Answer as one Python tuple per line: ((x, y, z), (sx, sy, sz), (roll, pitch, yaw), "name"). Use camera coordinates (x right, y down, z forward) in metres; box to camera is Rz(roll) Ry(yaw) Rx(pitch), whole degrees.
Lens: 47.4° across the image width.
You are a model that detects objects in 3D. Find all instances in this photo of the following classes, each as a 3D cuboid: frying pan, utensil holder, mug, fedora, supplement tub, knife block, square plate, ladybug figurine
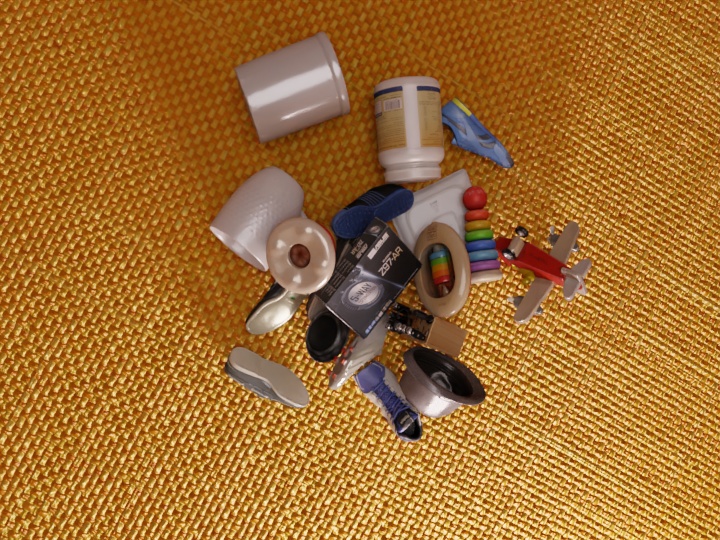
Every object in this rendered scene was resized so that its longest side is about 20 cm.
((-0.063, 0.099, 1.726), (0.113, 0.031, 0.195), (12, 95, -40), "frying pan")
((-0.139, -0.367, 1.668), (0.196, 0.170, 0.174), (-22, 93, -5), "utensil holder")
((-0.183, -0.099, 1.683), (0.200, 0.147, 0.177), (42, 76, -28), "mug")
((0.159, 0.247, 1.728), (0.197, 0.178, 0.091), (20, 114, -32), "fedora")
((0.103, -0.290, 1.715), (0.140, 0.144, 0.206), (-4, 91, -8), "supplement tub")
((0.144, 0.126, 1.707), (0.196, 0.175, 0.065), (23, 88, -8), "knife block")
((0.182, -0.091, 1.786), (0.196, 0.028, 0.202), (-24, 94, -8), "square plate")
((0.176, -0.003, 1.717), (0.071, 0.133, 0.206), (9, 72, -52), "ladybug figurine")

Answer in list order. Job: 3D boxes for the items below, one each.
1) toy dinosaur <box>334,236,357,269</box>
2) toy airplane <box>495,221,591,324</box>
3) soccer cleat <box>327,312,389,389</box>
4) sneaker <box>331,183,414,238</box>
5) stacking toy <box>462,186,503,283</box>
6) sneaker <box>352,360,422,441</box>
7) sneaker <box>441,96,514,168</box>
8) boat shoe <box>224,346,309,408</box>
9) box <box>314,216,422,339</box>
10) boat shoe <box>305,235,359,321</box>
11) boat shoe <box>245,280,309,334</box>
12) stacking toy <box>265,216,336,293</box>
((0.000, 0.000, 1.700), (0.102, 0.076, 0.202), (40, 79, -36), "toy dinosaur")
((0.399, 0.003, 1.762), (0.195, 0.142, 0.204), (-14, 64, 2), "toy airplane")
((0.004, 0.174, 1.738), (0.077, 0.069, 0.202), (37, 79, -19), "soccer cleat")
((0.015, -0.126, 1.717), (0.196, 0.078, 0.072), (-23, 117, -24), "sneaker")
((0.249, -0.077, 1.748), (0.083, 0.085, 0.206), (-7, 86, -8), "stacking toy")
((0.075, 0.282, 1.728), (0.080, 0.115, 0.201), (-38, 95, -7), "sneaker")
((0.247, -0.281, 1.781), (0.200, 0.066, 0.079), (43, 96, -6), "sneaker")
((-0.198, 0.234, 1.726), (0.198, 0.074, 0.062), (33, 129, -14), "boat shoe")
((0.019, 0.018, 1.658), (0.201, 0.043, 0.160), (-51, 137, -5), "box")
((-0.063, 0.012, 1.744), (0.066, 0.057, 0.203), (30, 89, -43), "boat shoe")
((-0.165, 0.054, 1.723), (0.200, 0.068, 0.072), (-45, 125, 7), "boat shoe")
((-0.092, -0.046, 1.651), (0.142, 0.200, 0.150), (4, 103, 17), "stacking toy")
